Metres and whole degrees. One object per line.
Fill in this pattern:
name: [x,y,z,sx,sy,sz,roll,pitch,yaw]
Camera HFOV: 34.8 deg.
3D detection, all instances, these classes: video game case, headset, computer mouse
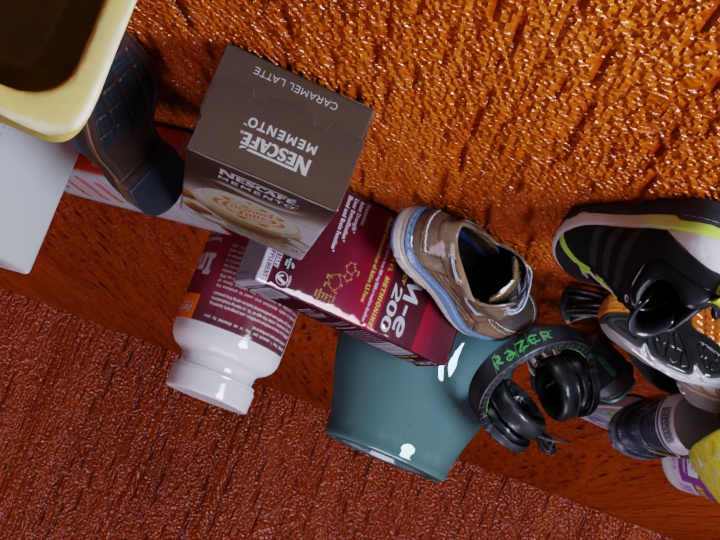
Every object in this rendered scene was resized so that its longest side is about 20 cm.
video game case: [0.356,0.194,1.493,0.142,0.018,0.200,24,168,-18]
headset: [0.164,0.116,1.105,0.094,0.123,0.201,60,175,42]
computer mouse: [0.255,0.073,1.065,0.139,0.046,0.200,13,166,26]

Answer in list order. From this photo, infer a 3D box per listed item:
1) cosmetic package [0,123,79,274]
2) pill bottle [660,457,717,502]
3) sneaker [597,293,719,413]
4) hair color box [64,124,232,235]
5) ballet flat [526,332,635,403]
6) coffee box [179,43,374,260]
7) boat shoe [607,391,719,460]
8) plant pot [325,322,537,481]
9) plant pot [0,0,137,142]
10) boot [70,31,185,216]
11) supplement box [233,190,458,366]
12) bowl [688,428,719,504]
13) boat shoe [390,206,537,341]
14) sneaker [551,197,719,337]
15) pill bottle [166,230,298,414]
cosmetic package: [-0.364,-0.120,0.966,0.166,0.168,0.200,14,168,25]
pill bottle: [0.410,0.190,1.144,0.112,0.113,0.199,30,168,-37]
sneaker: [0.275,0.079,0.942,0.199,0.076,0.092,23,149,-8]
hair color box: [-0.212,-0.097,1.067,0.198,0.062,0.102,14,166,24]
ballet flat: [0.216,0.094,1.195,0.073,0.074,0.200,23,173,-13]
coffee box: [-0.069,-0.080,0.857,0.113,0.080,0.200,22,168,-5]
boat shoe: [0.324,0.136,1.058,0.199,0.072,0.091,3,169,-31]
plant pot: [0.056,0.107,1.185,0.199,0.189,0.200,22,169,4]
plant pot: [-0.153,-0.160,0.421,0.194,0.196,0.200,23,174,-9]
boot: [-0.204,-0.127,0.878,0.097,0.075,0.201,31,154,26]
supplement box: [0.000,0.000,1.023,0.199,0.110,0.061,25,167,-23]
bowl: [0.371,0.163,0.899,0.198,0.109,0.200,-13,157,-6]
boat shoe: [0.106,0.012,0.988,0.072,0.073,0.200,7,162,42]
sneaker: [0.186,0.003,0.786,0.071,0.083,0.200,25,167,-18]
pill bottle: [-0.117,0.032,1.136,0.112,0.202,0.113,19,168,4]
